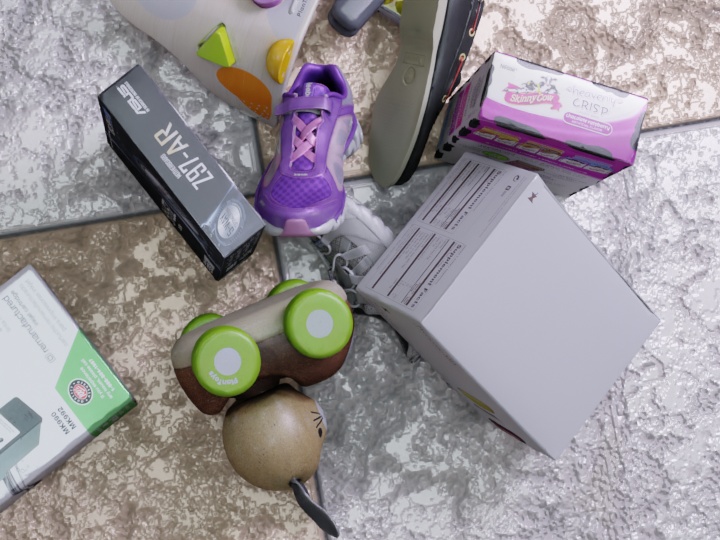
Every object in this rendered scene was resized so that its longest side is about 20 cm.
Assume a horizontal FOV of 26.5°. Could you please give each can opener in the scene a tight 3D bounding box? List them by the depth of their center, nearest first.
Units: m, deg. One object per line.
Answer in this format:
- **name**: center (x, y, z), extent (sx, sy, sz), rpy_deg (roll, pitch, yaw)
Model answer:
- **can opener**: center (0.052, -0.282, 1.360), extent (0.066, 0.053, 0.200), rpy_deg (45, 80, -1)

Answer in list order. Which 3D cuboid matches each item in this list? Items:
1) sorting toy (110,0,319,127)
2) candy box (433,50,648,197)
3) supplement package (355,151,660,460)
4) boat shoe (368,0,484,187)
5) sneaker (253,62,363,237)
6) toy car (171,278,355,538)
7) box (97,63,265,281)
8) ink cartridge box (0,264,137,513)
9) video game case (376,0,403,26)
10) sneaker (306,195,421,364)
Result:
- **sorting toy**: center (-0.118, -0.254, 1.324), extent (0.178, 0.107, 0.202), rpy_deg (23, 92, 2)
- **candy box**: center (0.149, -0.120, 1.307), extent (0.135, 0.200, 0.062), rpy_deg (16, 83, -6)
- **supplement package**: center (0.126, 0.030, 1.292), extent (0.156, 0.111, 0.200), rpy_deg (-51, 121, -9)
- **boat shoe**: center (0.059, -0.168, 1.353), extent (0.063, 0.073, 0.204), rpy_deg (6, 106, -36)
- **sneaker**: center (-0.045, -0.107, 1.286), extent (0.079, 0.089, 0.201), rpy_deg (5, 38, 6)
- **toy car**: center (-0.058, 0.122, 1.283), extent (0.156, 0.164, 0.202), rpy_deg (-21, 96, -9)
- **box**: center (-0.148, -0.074, 1.265), extent (0.043, 0.200, 0.161), rpy_deg (-38, 90, -9)
- **ink cartridge box**: center (-0.309, 0.116, 1.282), extent (0.199, 0.084, 0.146), rpy_deg (-39, 89, -9)
- **video game case**: center (0.021, -0.348, 1.404), extent (0.180, 0.026, 0.201), rpy_deg (30, 80, -3)
- **sneaker**: center (0.000, 0.000, 1.338), extent (0.199, 0.075, 0.082), rpy_deg (38, 79, -2)
